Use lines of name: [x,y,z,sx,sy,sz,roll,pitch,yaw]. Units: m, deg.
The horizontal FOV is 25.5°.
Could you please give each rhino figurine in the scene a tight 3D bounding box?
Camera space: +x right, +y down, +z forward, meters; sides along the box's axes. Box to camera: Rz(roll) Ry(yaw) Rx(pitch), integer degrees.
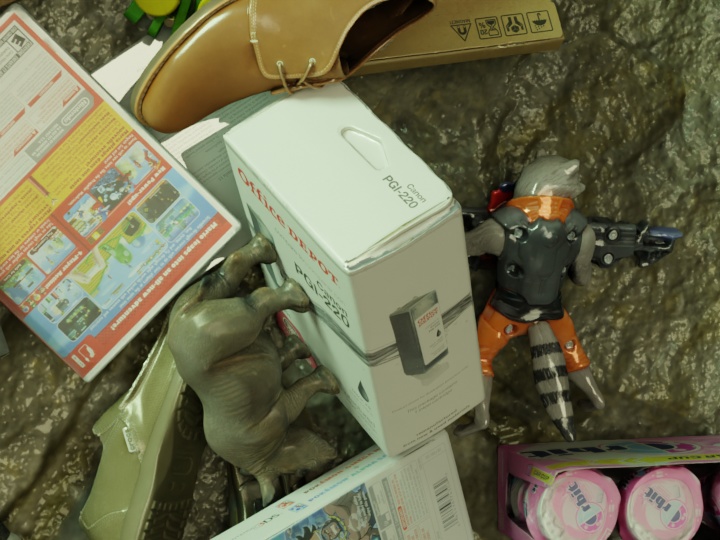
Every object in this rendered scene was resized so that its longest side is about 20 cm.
rhino figurine: [-0.064,0.078,1.012,0.087,0.060,0.200,-31,128,-17]

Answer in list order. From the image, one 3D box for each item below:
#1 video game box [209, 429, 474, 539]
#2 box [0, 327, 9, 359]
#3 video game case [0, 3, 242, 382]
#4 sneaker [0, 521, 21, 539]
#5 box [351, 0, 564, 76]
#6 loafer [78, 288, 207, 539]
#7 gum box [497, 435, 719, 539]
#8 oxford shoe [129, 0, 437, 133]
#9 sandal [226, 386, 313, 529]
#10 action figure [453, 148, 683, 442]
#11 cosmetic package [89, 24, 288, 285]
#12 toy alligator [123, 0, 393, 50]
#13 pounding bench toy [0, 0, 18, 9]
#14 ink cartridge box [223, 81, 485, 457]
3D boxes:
video game box: [0.004,0.230,1.056,0.182,0.047,0.200,-27,110,-38]
box: [-0.322,-0.017,0.971,0.158,0.048,0.200,-17,96,21]
video game case: [-0.195,-0.048,1.005,0.143,0.017,0.200,-45,98,-1]
sneaker: [-0.320,0.216,1.011,0.112,0.073,0.200,44,73,-8]
box: [0.025,-0.214,1.085,0.200,0.021,0.164,-9,72,-13]
loafer: [-0.136,0.098,1.044,0.067,0.076,0.200,14,80,23]
gum box: [0.198,0.158,1.118,0.200,0.113,0.066,-1,92,-14]
oxford shoe: [-0.046,-0.132,0.947,0.200,0.071,0.071,-31,65,8]
sandal: [-0.065,0.178,1.085,0.082,0.055,0.200,-2,77,-20]
action figure: [0.145,0.012,1.109,0.200,0.105,0.194,-5,102,-12]
cosmetic package: [-0.134,-0.069,1.058,0.200,0.052,0.151,-35,96,-11]
toy alligator: [-0.081,-0.158,1.016,0.200,0.059,0.054,19,119,-4]
pounding bench toy: [-0.228,-0.227,0.956,0.200,0.156,0.124,-22,98,8]
ink cartridge box: [0.000,0.000,0.995,0.085,0.146,0.200,-31,143,-17]
